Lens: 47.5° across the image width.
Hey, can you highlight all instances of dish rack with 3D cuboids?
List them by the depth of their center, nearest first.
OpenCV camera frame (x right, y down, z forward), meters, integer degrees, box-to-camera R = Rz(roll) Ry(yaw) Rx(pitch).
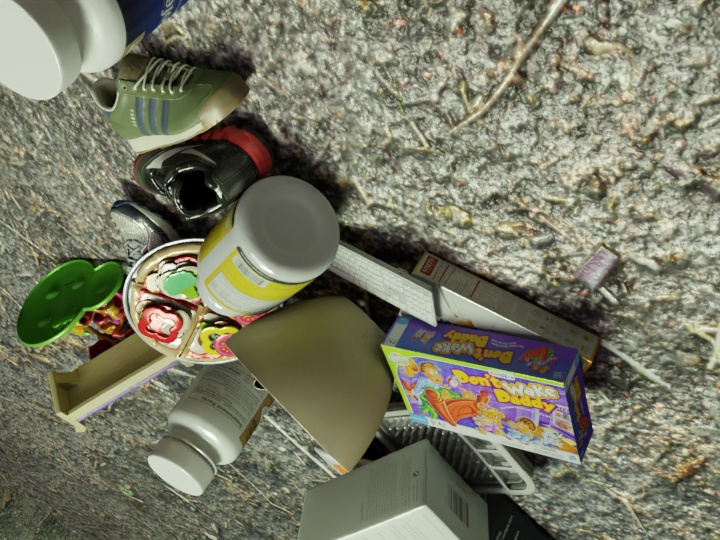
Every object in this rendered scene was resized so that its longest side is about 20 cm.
[{"bbox_3d":[0.118,0.220,1.053,0.200,0.044,0.172,-17,122,47],"label":"dish rack"}]

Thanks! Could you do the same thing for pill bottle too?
[{"bbox_3d":[-0.210,-0.230,0.646,0.115,0.200,0.116,21,143,17],"label":"pill bottle"},{"bbox_3d":[-0.110,-0.015,0.879,0.112,0.112,0.200,41,149,-10],"label":"pill bottle"},{"bbox_3d":[-0.205,0.208,1.155,0.114,0.200,0.115,21,143,17],"label":"pill bottle"}]

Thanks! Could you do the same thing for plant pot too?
[{"bbox_3d":[-0.036,0.107,0.924,0.200,0.134,0.200,45,172,9],"label":"plant pot"}]

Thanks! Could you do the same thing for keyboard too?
[{"bbox_3d":[0.000,0.000,0.875,0.200,0.011,0.056,28,143,32],"label":"keyboard"}]

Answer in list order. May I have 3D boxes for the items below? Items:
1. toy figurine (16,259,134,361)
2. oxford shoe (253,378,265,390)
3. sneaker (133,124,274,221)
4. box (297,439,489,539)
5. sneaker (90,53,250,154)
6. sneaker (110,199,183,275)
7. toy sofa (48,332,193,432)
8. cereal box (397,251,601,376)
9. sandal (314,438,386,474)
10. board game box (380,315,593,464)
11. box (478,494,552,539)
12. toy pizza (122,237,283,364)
[{"bbox_3d":[-0.382,0.087,1.249,0.199,0.151,0.184,-20,137,21],"label":"toy figurine"},{"bbox_3d":[-0.059,0.132,1.061,0.200,0.073,0.071,-10,126,44],"label":"oxford shoe"},{"bbox_3d":[-0.187,-0.100,0.869,0.200,0.098,0.071,1,136,39],"label":"sneaker"},{"bbox_3d":[0.043,0.333,1.052,0.200,0.107,0.152,-28,119,23],"label":"box"},{"bbox_3d":[-0.202,-0.177,0.814,0.200,0.067,0.090,-7,134,46],"label":"sneaker"},{"bbox_3d":[-0.262,0.000,1.049,0.077,0.085,0.200,5,135,45],"label":"sneaker"},{"bbox_3d":[-0.342,0.150,1.194,0.083,0.200,0.098,60,-179,38],"label":"toy sofa"},{"bbox_3d":[0.135,0.076,0.872,0.199,0.040,0.144,26,144,11],"label":"cereal box"},{"bbox_3d":[0.020,0.272,1.172,0.206,0.059,0.079,2,140,48],"label":"sandal"},{"bbox_3d":[0.132,0.123,0.855,0.199,0.045,0.135,8,138,32],"label":"board game box"},{"bbox_3d":[0.174,0.439,1.134,0.200,0.197,0.117,44,145,-14],"label":"box"},{"bbox_3d":[-0.197,0.048,1.022,0.199,0.032,0.201,-2,126,-2],"label":"toy pizza"}]
